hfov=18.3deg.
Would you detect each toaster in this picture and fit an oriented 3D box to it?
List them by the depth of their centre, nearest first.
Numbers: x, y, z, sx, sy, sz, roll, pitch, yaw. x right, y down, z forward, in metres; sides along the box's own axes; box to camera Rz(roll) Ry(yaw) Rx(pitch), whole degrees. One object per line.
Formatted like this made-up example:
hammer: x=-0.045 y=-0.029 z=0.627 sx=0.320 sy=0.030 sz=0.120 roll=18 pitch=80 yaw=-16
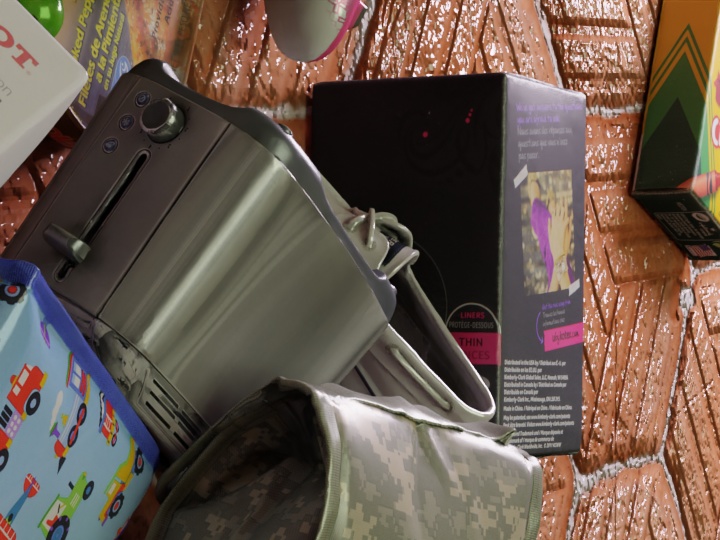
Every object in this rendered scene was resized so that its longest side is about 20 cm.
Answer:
toaster: x=-0.071 y=0.013 z=0.984 sx=0.129 sy=0.113 sz=0.200 roll=-51 pitch=146 yaw=-13

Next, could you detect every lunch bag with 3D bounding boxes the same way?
lunch bag: x=-0.151 y=0.100 z=0.872 sx=0.151 sy=0.094 sz=0.200 roll=-60 pitch=146 yaw=-20
lunch bag: x=-0.013 y=0.147 z=0.966 sx=0.164 sy=0.117 sz=0.201 roll=20 pitch=89 yaw=-47

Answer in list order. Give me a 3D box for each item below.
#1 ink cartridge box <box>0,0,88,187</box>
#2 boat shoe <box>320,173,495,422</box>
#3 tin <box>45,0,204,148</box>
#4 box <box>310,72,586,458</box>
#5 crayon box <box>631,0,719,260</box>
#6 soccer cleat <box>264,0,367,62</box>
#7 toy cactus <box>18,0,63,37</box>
ink cartridge box: x=-0.207 y=-0.051 z=0.740 sx=0.145 sy=0.087 sz=0.200 roll=46 pitch=39 yaw=-4
boat shoe: x=0.000 y=0.000 z=1.114 sx=0.201 sy=0.065 sz=0.074 roll=57 pitch=30 yaw=-4
tin: x=-0.113 y=-0.151 z=1.013 sx=0.112 sy=0.042 sz=0.201 roll=43 pitch=53 yaw=-57
box: x=0.047 y=0.000 z=1.203 sx=0.106 sy=0.122 sz=0.201 roll=6 pitch=84 yaw=-59
crayon box: x=0.257 y=-0.123 z=1.645 sx=0.127 sy=0.051 sz=0.201 roll=38 pitch=57 yaw=-53
soccer cleat: x=-0.033 y=-0.207 z=1.138 sx=0.086 sy=0.070 sz=0.201 roll=21 pitch=70 yaw=-38
toy cactus: x=-0.129 y=-0.198 z=0.905 sx=0.165 sy=0.102 sz=0.201 roll=-22 pitch=92 yaw=-55
